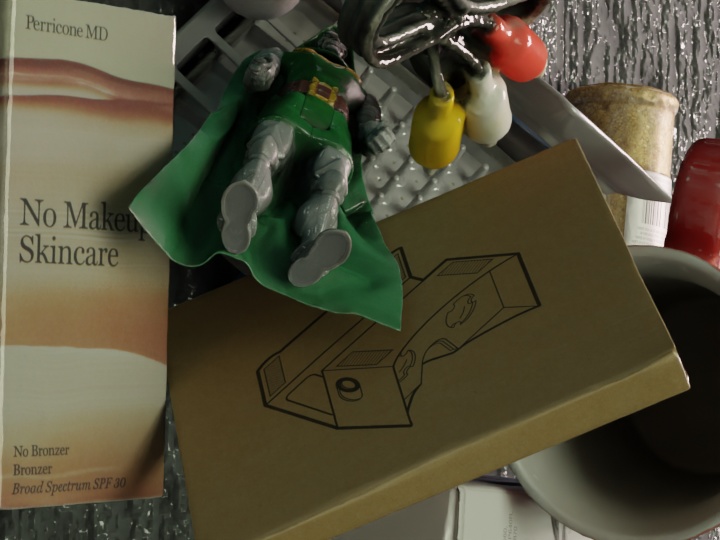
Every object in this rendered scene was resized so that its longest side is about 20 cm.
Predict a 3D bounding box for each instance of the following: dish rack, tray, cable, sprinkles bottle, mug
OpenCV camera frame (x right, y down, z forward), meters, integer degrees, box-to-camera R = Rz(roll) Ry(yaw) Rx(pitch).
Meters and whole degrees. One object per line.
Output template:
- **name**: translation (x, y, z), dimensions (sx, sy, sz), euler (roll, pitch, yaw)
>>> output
- **dish rack**: translation (-0.009, -0.043, 1.046), dimensions (0.200, 0.044, 0.172), euler (39, 49, 2)
- **tray**: translation (0.067, -0.098, 1.116), dimensions (0.022, 0.200, 0.107), euler (-49, 137, 4)
- **cable**: translation (0.046, -0.096, 0.924), dimensions (0.097, 0.050, 0.200), euler (-45, 169, 0)
- **sprinkles bottle**: translation (0.145, -0.004, 1.292), dimensions (0.068, 0.068, 0.202), euler (13, 80, -51)
- **mug**: translation (0.168, 0.043, 1.075), dimensions (0.178, 0.133, 0.200), euler (-49, 164, 11)

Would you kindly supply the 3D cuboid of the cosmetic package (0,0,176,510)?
- **cosmetic package**: translation (-0.138, -0.008, 0.911), dimensions (0.103, 0.087, 0.202), euler (0, 90, -51)

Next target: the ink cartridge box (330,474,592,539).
- **ink cartridge box**: translation (0.043, 0.141, 1.098), dimensions (0.199, 0.145, 0.086), euler (8, 86, -52)

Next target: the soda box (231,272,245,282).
- **soda box**: translation (0.000, 0.000, 1.108), dimensions (0.200, 0.064, 0.068), euler (-49, 128, -39)

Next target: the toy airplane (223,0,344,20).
- **toy airplane**: translation (-0.020, -0.164, 0.999), dimensions (0.142, 0.199, 0.199), euler (-59, 170, 33)

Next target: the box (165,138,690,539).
- **box**: translation (0.018, 0.032, 0.903), dimensions (0.164, 0.198, 0.021), euler (-107, 173, -55)

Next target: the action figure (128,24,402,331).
- **action figure**: translation (-0.025, -0.056, 0.956), dimensions (0.117, 0.055, 0.200), euler (28, 27, -10)
